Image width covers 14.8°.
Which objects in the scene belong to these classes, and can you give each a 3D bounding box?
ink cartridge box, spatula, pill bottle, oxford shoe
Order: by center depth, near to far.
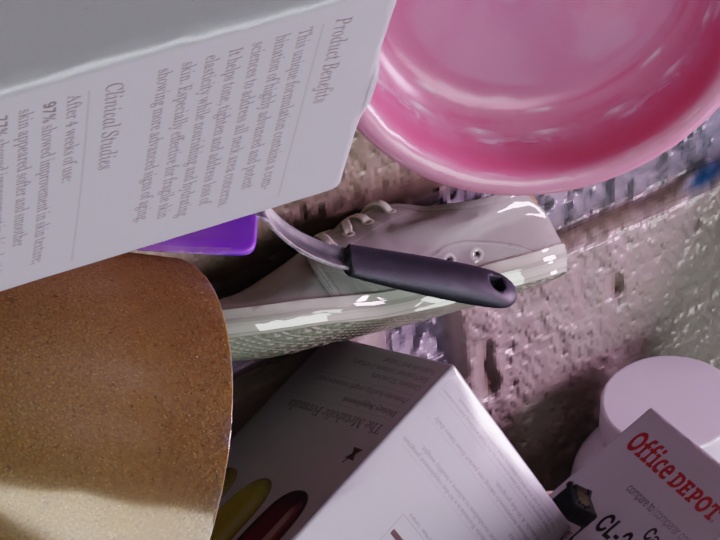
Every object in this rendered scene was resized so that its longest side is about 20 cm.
[{"bbox_3d":[-0.017,-0.012,1.225,0.199,0.057,0.021,16,136,-27],"label":"spatula"},{"bbox_3d":[0.107,0.172,1.285,0.200,0.146,0.083,-41,110,-3],"label":"ink cartridge box"},{"bbox_3d":[0.000,0.000,1.286,0.199,0.075,0.058,-15,85,-19],"label":"oxford shoe"},{"bbox_3d":[0.163,0.144,1.483,0.104,0.104,0.200,-23,133,-23],"label":"pill bottle"}]

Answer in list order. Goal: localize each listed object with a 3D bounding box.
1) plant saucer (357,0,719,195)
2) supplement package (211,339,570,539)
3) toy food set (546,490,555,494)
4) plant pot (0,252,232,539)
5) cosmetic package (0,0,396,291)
[{"bbox_3d":[0.078,-0.126,1.209,0.200,0.051,0.201,-4,128,-5],"label":"plant saucer"},{"bbox_3d":[-0.022,0.143,1.279,0.200,0.114,0.110,-47,117,-20],"label":"supplement package"},{"bbox_3d":[0.091,0.208,1.394,0.198,0.049,0.200,-42,113,-2],"label":"toy food set"},{"bbox_3d":[-0.182,0.066,1.117,0.199,0.186,0.187,13,113,-28],"label":"plant pot"},{"bbox_3d":[-0.114,-0.104,0.973,0.199,0.167,0.167,-17,160,-16],"label":"cosmetic package"}]
